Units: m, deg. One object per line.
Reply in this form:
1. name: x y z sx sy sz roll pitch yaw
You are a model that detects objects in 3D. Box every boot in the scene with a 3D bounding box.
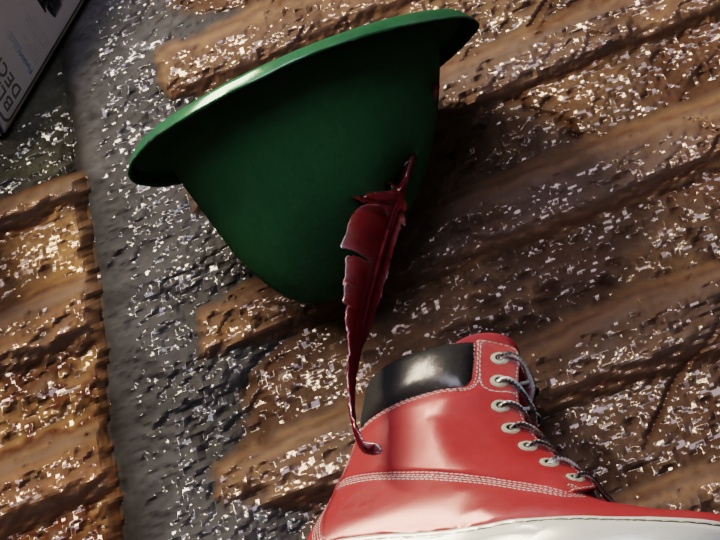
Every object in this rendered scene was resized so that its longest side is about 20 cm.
1. boot: 0.078 0.079 1.168 0.199 0.072 0.145 -3 46 29

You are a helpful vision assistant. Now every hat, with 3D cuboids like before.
1. hat: 0.000 0.000 1.299 0.200 0.176 0.166 -18 -11 -39

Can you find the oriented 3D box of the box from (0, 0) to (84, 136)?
1. box: -0.201 -0.164 1.548 0.116 0.060 0.200 5 52 31
